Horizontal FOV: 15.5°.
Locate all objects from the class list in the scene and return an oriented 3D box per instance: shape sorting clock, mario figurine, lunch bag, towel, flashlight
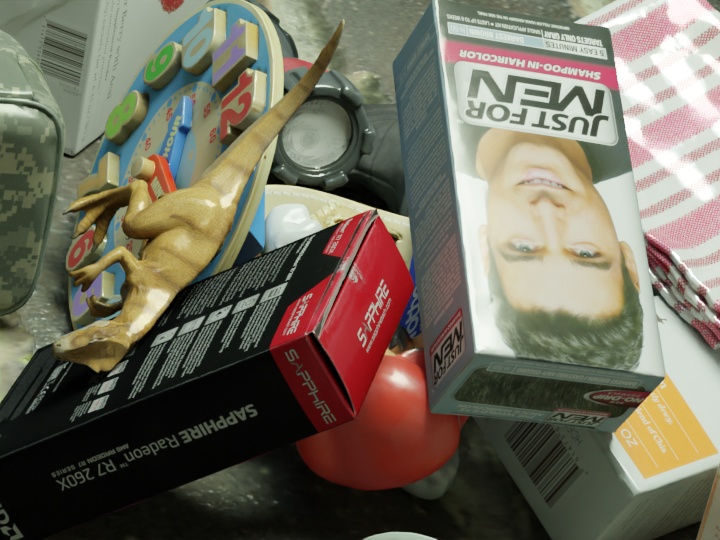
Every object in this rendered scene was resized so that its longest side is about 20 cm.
[{"bbox_3d":[-0.099,-0.046,1.354,0.039,0.200,0.200,25,18,-32],"label":"shape sorting clock"},{"bbox_3d":[-0.002,0.040,1.314,0.123,0.106,0.200,22,8,-36],"label":"mario figurine"},{"bbox_3d":[-0.263,-0.069,1.387,0.199,0.140,0.168,1,30,-22],"label":"lunch bag"},{"bbox_3d":[0.178,-0.064,1.369,0.146,0.030,0.200,-30,70,-29],"label":"towel"},{"bbox_3d":[-0.045,-0.105,1.535,0.068,0.068,0.200,3,17,-14],"label":"flashlight"}]

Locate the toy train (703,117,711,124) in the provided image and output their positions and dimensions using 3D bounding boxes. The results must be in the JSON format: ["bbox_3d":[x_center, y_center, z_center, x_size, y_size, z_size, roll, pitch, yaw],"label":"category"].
[{"bbox_3d":[0.180,-0.042,1.495,0.114,0.087,0.200,-1,-5,-33],"label":"toy train"}]

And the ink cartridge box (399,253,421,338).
[{"bbox_3d":[0.072,-0.030,1.396,0.044,0.094,0.201,32,43,-22],"label":"ink cartridge box"}]

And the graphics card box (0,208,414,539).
[{"bbox_3d":[-0.079,0.051,1.207,0.199,0.051,0.126,-22,21,23],"label":"graphics card box"}]

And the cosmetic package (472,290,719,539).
[{"bbox_3d":[0.165,0.069,1.342,0.199,0.071,0.102,-14,62,-40],"label":"cosmetic package"}]

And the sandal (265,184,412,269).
[{"bbox_3d":[0.000,-0.006,1.425,0.211,0.078,0.070,8,-8,-17],"label":"sandal"}]

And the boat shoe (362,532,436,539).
[{"bbox_3d":[0.057,0.176,1.144,0.060,0.076,0.200,40,-5,-39],"label":"boat shoe"}]

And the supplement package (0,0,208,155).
[{"bbox_3d":[-0.176,-0.175,1.644,0.119,0.122,0.200,20,29,13],"label":"supplement package"}]

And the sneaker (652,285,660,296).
[{"bbox_3d":[0.148,0.032,1.470,0.199,0.077,0.082,3,1,-19],"label":"sneaker"}]

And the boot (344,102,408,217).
[{"bbox_3d":[-0.003,-0.060,1.575,0.131,0.070,0.200,9,16,0],"label":"boot"}]

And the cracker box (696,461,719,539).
[{"bbox_3d":[0.242,0.075,1.258,0.133,0.201,0.058,-8,33,-33],"label":"cracker box"}]

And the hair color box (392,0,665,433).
[{"bbox_3d":[0.078,-0.027,1.265,0.099,0.061,0.201,7,57,-20],"label":"hair color box"}]

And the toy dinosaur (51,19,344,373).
[{"bbox_3d":[-0.077,-0.026,1.244,0.106,0.060,0.200,10,61,51],"label":"toy dinosaur"}]
